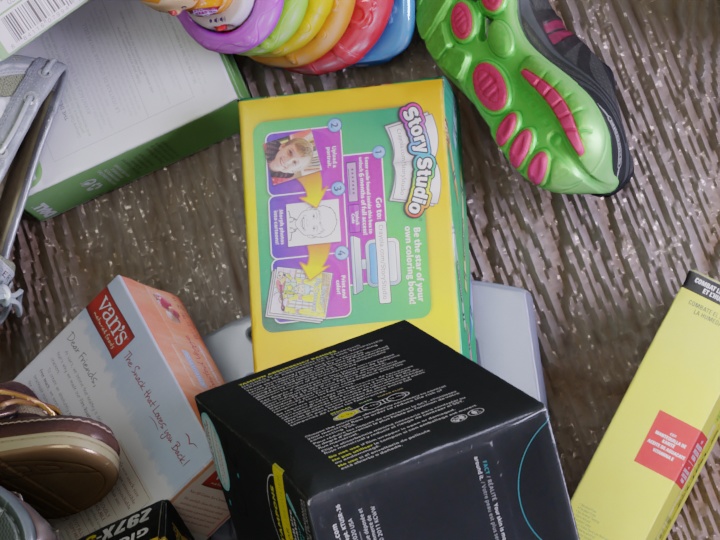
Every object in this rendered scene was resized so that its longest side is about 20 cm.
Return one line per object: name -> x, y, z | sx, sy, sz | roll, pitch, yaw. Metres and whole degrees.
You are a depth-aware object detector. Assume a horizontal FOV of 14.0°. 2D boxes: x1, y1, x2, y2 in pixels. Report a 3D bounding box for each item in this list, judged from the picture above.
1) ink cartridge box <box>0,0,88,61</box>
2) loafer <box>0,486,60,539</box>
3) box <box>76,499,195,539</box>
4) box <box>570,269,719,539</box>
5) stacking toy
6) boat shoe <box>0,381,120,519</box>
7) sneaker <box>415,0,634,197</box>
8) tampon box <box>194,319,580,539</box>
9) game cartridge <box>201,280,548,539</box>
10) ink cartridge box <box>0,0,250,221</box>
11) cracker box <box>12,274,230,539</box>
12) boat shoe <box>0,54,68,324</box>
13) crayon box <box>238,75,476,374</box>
ink cartridge box -> -0.173, -0.183, 1.640 | 0.145, 0.200, 0.048 | -37, 109, -8
loafer -> -0.211, 0.141, 1.531 | 0.199, 0.063, 0.072 | -2, 82, 48
box -> -0.124, 0.238, 1.564 | 0.159, 0.049, 0.201 | -26, 114, 9
box -> 0.157, 0.103, 1.589 | 0.050, 0.075, 0.201 | 27, 84, 15
stacking toy -> -0.061, -0.158, 1.608 | 0.116, 0.200, 0.110 | -2, 96, 29
boat shoe -> -0.195, 0.090, 1.564 | 0.200, 0.072, 0.072 | -16, 52, 50
sneaker -> 0.093, -0.115, 1.650 | 0.077, 0.084, 0.201 | -35, 57, 21
tampon box -> 0.017, 0.131, 1.455 | 0.126, 0.200, 0.151 | -19, 106, -14
game cartridge -> 0.005, 0.074, 1.644 | 0.199, 0.041, 0.134 | -9, 80, 9
ink cartridge box -> -0.171, -0.097, 1.700 | 0.199, 0.059, 0.104 | -24, 76, 6
cracker box -> -0.154, 0.120, 1.608 | 0.200, 0.058, 0.134 | -44, 54, 19
boat shoe -> -0.208, -0.027, 1.626 | 0.064, 0.074, 0.203 | 4, 69, 9
crayon box -> 0.000, 0.000, 1.613 | 0.118, 0.058, 0.201 | -5, 78, 10
